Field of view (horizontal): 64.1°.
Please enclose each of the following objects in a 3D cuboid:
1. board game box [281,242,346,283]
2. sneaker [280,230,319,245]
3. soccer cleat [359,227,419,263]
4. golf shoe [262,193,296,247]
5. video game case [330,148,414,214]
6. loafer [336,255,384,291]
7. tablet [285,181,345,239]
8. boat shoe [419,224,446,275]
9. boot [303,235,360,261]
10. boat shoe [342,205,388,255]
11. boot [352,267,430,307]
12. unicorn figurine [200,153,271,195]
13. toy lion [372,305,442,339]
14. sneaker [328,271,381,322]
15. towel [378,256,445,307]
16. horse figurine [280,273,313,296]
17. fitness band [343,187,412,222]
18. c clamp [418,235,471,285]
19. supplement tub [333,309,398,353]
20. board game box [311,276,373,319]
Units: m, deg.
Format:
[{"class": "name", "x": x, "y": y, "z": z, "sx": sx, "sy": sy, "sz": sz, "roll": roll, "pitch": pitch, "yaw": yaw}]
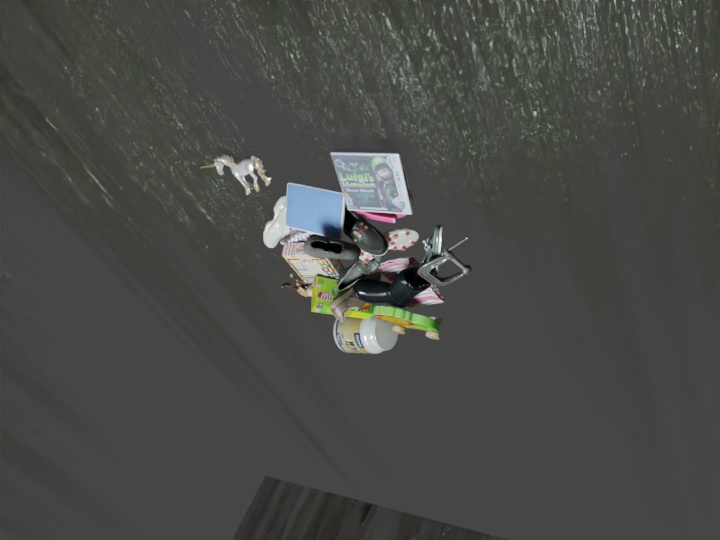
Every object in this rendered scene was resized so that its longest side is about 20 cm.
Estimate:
[{"class": "board game box", "x": -0.142, "y": -0.020, "z": 1.819, "sx": 0.147, "sy": 0.047, "sz": 0.201, "roll": 1, "pitch": 154, "yaw": 18}, {"class": "sneaker", "x": -0.172, "y": -0.108, "z": 1.788, "sx": 0.088, "sy": 0.082, "sz": 0.197, "roll": 33, "pitch": 152, "yaw": -35}, {"class": "soccer cleat", "x": 0.075, "y": -0.088, "z": 1.641, "sx": 0.196, "sy": 0.079, "sz": 0.070, "roll": -20, "pitch": 127, "yaw": 24}, {"class": "golf shoe", "x": -0.235, "y": -0.133, "z": 1.742, "sx": 0.091, "sy": 0.075, "sz": 0.202, "roll": 43, "pitch": 129, "yaw": 17}, {"class": "video game case", "x": 0.031, "y": -0.228, "z": 1.484, "sx": 0.195, "sy": 0.024, "sz": 0.185, "roll": 8, "pitch": 135, "yaw": 28}, {"class": "loafer", "x": 0.000, "y": 0.000, "z": 1.752, "sx": 0.072, "sy": 0.063, "sz": 0.199, "roll": 43, "pitch": 124, "yaw": -9}, {"class": "tablet", "x": -0.130, "y": -0.171, "z": 1.632, "sx": 0.195, "sy": 0.014, "sz": 0.134, "roll": 14, "pitch": 110, "yaw": 26}, {"class": "boat shoe", "x": 0.197, "y": -0.055, "z": 1.584, "sx": 0.060, "sy": 0.074, "sz": 0.202, "roll": 16, "pitch": 147, "yaw": 12}, {"class": "boot", "x": -0.105, "y": -0.072, "z": 1.627, "sx": 0.195, "sy": 0.070, "sz": 0.130, "roll": 8, "pitch": 177, "yaw": 30}, {"class": "boat shoe", "x": -0.005, "y": -0.111, "z": 1.608, "sx": 0.200, "sy": 0.074, "sz": 0.063, "roll": 41, "pitch": -174, "yaw": 24}, {"class": "boot", "x": 0.090, "y": 0.040, "z": 1.694, "sx": 0.195, "sy": 0.078, "sz": 0.169, "roll": 14, "pitch": 151, "yaw": -14}, {"class": "unicorn figurine", "x": -0.351, "y": -0.294, "z": 1.702, "sx": 0.196, "sy": 0.074, "sz": 0.139, "roll": -17, "pitch": 115, "yaw": 29}, {"class": "toy lion", "x": 0.142, "y": 0.154, "z": 1.813, "sx": 0.195, "sy": 0.071, "sz": 0.191, "roll": 7, "pitch": 165, "yaw": 28}, {"class": "sneaker", "x": -0.005, "y": 0.083, "z": 1.790, "sx": 0.076, "sy": 0.198, "sz": 0.070, "roll": 55, "pitch": 166, "yaw": 1}, {"class": "towel", "x": 0.153, "y": 0.042, "z": 1.767, "sx": 0.144, "sy": 0.030, "sz": 0.201, "roll": -13, "pitch": 126, "yaw": 45}, {"class": "horse figurine", "x": -0.175, "y": 0.063, "z": 1.999, "sx": 0.194, "sy": 0.051, "sz": 0.133, "roll": 8, "pitch": 157, "yaw": 16}, {"class": "fitness band", "x": 0.046, "y": -0.200, "z": 1.549, "sx": 0.195, "sy": 0.038, "sz": 0.146, "roll": 13, "pitch": 141, "yaw": 21}, {"class": "c clamp", "x": 0.245, "y": -0.011, "z": 1.566, "sx": 0.168, "sy": 0.028, "sz": 0.200, "roll": -26, "pitch": 151, "yaw": 16}, {"class": "supplement tub", "x": 0.018, "y": 0.206, "z": 1.953, "sx": 0.197, "sy": 0.146, "sz": 0.145, "roll": -6, "pitch": 132, "yaw": 45}, {"class": "board game box", "x": -0.057, "y": 0.088, "z": 1.840, "sx": 0.195, "sy": 0.104, "sz": 0.048, "roll": 9, "pitch": 154, "yaw": -19}]
